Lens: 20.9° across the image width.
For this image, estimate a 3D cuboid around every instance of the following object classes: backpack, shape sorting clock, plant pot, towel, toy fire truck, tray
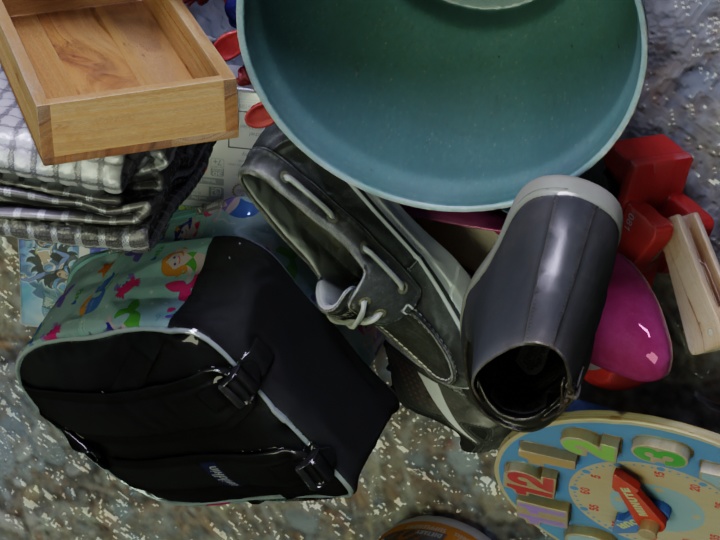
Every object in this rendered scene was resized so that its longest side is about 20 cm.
[{"bbox_3d":[-0.096,0.055,1.152,0.200,0.151,0.178,-15,129,38],"label":"backpack"},{"bbox_3d":[0.175,0.140,1.155,0.199,0.039,0.200,18,151,11],"label":"shape sorting clock"},{"bbox_3d":[0.051,-0.149,0.982,0.200,0.134,0.201,7,129,9],"label":"plant pot"},{"bbox_3d":[-0.173,-0.074,1.082,0.165,0.200,0.086,8,116,6],"label":"towel"},{"bbox_3d":[0.179,-0.002,1.078,0.141,0.049,0.201,47,135,42],"label":"toy fire truck"},{"bbox_3d":[-0.137,-0.115,1.028,0.098,0.200,0.037,-10,119,-15],"label":"tray"}]

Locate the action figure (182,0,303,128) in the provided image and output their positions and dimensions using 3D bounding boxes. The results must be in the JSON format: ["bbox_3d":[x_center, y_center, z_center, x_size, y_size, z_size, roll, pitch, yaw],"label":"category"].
[{"bbox_3d":[-0.063,-0.140,1.097,0.052,0.200,0.066,-27,112,10],"label":"action figure"}]

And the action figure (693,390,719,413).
[{"bbox_3d":[0.267,0.056,1.072,0.200,0.102,0.119,-34,103,34],"label":"action figure"}]

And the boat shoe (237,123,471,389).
[{"bbox_3d":[0.000,0.000,1.088,0.200,0.071,0.072,50,151,-15],"label":"boat shoe"}]

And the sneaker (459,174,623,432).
[{"bbox_3d":[0.079,0.049,0.999,0.075,0.106,0.200,15,145,6],"label":"sneaker"}]

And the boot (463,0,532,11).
[{"bbox_3d":[0.083,-0.222,1.056,0.165,0.066,0.200,48,131,1],"label":"boot"}]

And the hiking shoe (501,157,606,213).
[{"bbox_3d":[0.050,-0.063,1.091,0.200,0.087,0.075,24,128,46],"label":"hiking shoe"}]

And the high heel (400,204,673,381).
[{"bbox_3d":[0.086,0.006,1.091,0.200,0.096,0.068,49,137,40],"label":"high heel"}]

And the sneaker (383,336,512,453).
[{"bbox_3d":[0.039,0.032,1.197,0.201,0.071,0.098,49,135,5],"label":"sneaker"}]

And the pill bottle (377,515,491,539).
[{"bbox_3d":[0.021,0.252,1.239,0.116,0.200,0.117,12,119,21],"label":"pill bottle"}]

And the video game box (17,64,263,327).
[{"bbox_3d":[-0.117,-0.042,1.227,0.199,0.047,0.183,6,116,6],"label":"video game box"}]
